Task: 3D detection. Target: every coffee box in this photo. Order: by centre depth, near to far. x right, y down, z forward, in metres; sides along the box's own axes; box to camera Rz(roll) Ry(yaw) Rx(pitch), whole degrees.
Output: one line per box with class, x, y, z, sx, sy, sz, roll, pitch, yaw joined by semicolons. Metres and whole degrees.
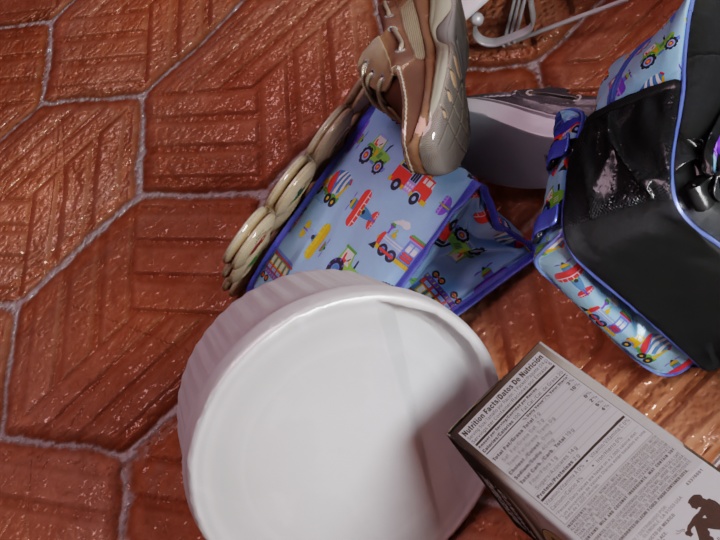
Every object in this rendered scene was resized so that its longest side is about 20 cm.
coffee box;0.151;0.138;0.752;0.080;0.113;0.200;-44;41;-7

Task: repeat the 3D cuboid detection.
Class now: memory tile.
memory tile;-0.041;-0.069;1.069;0.017;0.153;0.200;36;75;2

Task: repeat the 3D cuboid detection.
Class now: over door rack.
over door rack;0.188;-0.263;1.119;0.200;0.067;0.148;-6;51;31

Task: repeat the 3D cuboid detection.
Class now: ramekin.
ramekin;-0.020;0.091;0.861;0.202;0.202;0.094;-42;29;-4

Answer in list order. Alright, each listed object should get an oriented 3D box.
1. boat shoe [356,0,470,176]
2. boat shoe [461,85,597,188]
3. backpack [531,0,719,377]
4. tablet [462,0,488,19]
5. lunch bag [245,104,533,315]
boat shoe;0.036;-0.131;0.969;0.072;0.076;0.200;-7;37;11
boat shoe;0.142;-0.104;1.002;0.200;0.070;0.066;8;47;31
backpack;0.203;-0.062;0.842;0.134;0.182;0.200;-21;44;41
tablet;0.105;-0.264;1.150;0.200;0.014;0.130;-38;31;31
lunch bag;0.000;0.000;1.004;0.200;0.094;0.151;-45;40;0
